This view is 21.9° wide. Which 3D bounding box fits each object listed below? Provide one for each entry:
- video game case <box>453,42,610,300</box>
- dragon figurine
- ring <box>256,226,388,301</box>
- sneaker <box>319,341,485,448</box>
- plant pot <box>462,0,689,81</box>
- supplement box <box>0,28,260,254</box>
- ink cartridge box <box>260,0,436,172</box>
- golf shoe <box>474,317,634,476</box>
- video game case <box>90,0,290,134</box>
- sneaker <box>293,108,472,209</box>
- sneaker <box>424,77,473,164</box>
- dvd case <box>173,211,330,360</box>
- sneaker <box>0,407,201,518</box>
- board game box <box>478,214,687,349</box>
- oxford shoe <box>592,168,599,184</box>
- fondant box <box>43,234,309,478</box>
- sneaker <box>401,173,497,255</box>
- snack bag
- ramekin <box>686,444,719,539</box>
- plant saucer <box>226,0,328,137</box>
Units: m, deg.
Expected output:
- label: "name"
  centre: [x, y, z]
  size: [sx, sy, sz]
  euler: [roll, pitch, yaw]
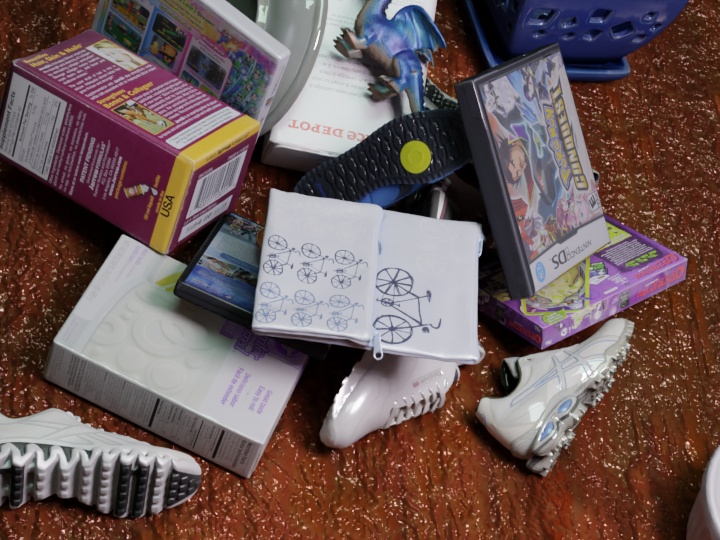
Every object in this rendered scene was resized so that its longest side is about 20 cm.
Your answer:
- label: "video game case"
  centre: [0.161, -0.094, 1.709]
  size: [0.180, 0.025, 0.202]
  euler: [-29, 106, -54]
- label: "dragon figurine"
  centre: [0.043, -0.213, 1.761]
  size: [0.099, 0.059, 0.200]
  euler: [-38, 86, -17]
- label: "ring"
  centre: [0.000, 0.000, 1.686]
  size: [0.199, 0.019, 0.201]
  euler: [14, 16, -4]
- label: "sneaker"
  centre: [0.038, 0.099, 1.657]
  size: [0.080, 0.077, 0.200]
  euler: [40, 49, 7]
- label: "plant pot"
  centre: [0.215, -0.314, 1.998]
  size: [0.198, 0.180, 0.201]
  euler: [0, 52, -22]
- label: "supplement box"
  centre: [-0.213, -0.120, 1.688]
  size: [0.199, 0.104, 0.131]
  euler: [30, 31, 14]
- label: "ink cartridge box"
  centre: [-0.012, -0.193, 1.820]
  size: [0.145, 0.084, 0.202]
  euler: [11, 76, -9]
- label: "golf shoe"
  centre: [0.182, 0.093, 1.717]
  size: [0.097, 0.079, 0.200]
  euler: [32, 46, 15]
- label: "video game case"
  centre: [-0.170, -0.192, 1.745]
  size: [0.200, 0.183, 0.024]
  euler: [39, 44, 13]
- label: "sneaker"
  centre: [0.031, -0.097, 1.723]
  size: [0.078, 0.199, 0.066]
  euler: [-11, 77, -65]
- label: "sneaker"
  centre: [0.088, -0.144, 1.893]
  size: [0.199, 0.080, 0.074]
  euler: [24, 84, 16]
- label: "dvd case"
  centre: [-0.079, 0.010, 1.663]
  size: [0.142, 0.018, 0.200]
  euler: [23, 22, 0]
- label: "sneaker"
  centre: [-0.227, 0.150, 1.516]
  size: [0.198, 0.076, 0.081]
  euler: [7, 40, -16]
- label: "board game box"
  centre: [0.205, 0.007, 1.798]
  size: [0.199, 0.033, 0.120]
  euler: [-22, 34, -33]
- label: "oxford shoe"
  centre: [0.198, -0.062, 1.822]
  size: [0.073, 0.071, 0.201]
  euler: [13, 35, 5]
- label: "fondant box"
  centre: [-0.153, 0.072, 1.614]
  size: [0.199, 0.058, 0.145]
  euler: [26, 46, 0]
- label: "sneaker"
  centre: [0.101, -0.043, 1.769]
  size: [0.115, 0.076, 0.200]
  euler: [28, 23, -9]
- label: "snack bag"
  centre: [0.011, 0.004, 1.593]
  size: [0.198, 0.022, 0.189]
  euler: [10, 40, -3]
- label: "ramekin"
  centre: [0.381, 0.241, 1.652]
  size: [0.200, 0.095, 0.204]
  euler: [11, 49, -13]
- label: "plant saucer"
  centre: [-0.107, -0.225, 1.783]
  size: [0.050, 0.200, 0.201]
  euler: [18, 43, -34]
